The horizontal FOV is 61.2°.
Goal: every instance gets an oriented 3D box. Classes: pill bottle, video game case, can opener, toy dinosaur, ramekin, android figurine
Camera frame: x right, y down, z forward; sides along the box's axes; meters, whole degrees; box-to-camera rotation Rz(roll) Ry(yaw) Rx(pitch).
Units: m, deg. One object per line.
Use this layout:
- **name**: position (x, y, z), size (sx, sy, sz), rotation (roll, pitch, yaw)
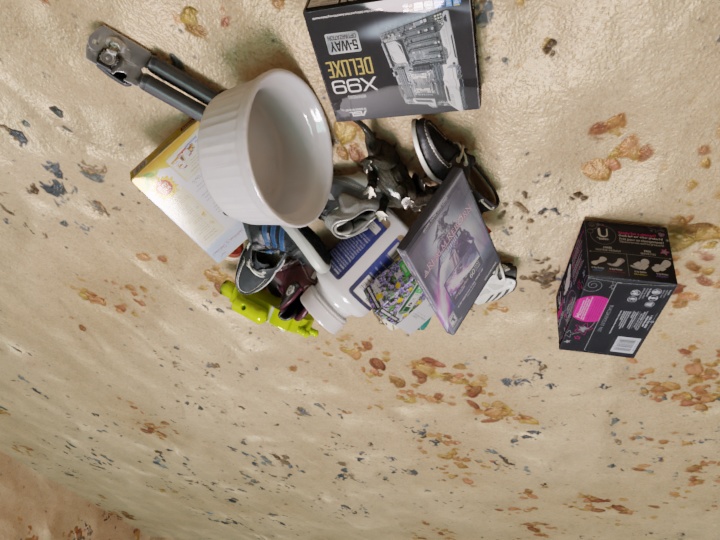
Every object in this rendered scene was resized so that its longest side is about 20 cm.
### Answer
- **pill bottle**: position (0.000, 0.000, 0.965), size (0.200, 0.111, 0.111), rotation (-46, 124, 2)
- **video game case**: position (0.130, -0.021, 0.853), size (0.019, 0.144, 0.201), rotation (21, 156, 40)
- **can opener**: position (-0.288, -0.269, 0.859), size (0.197, 0.054, 0.067), rotation (28, 172, -18)
- **toy dinosaur**: position (0.040, -0.139, 0.880), size (0.199, 0.103, 0.077), rotation (42, 125, -14)
- **ramekin**: position (-0.126, -0.157, 0.822), size (0.096, 0.203, 0.202), rotation (-1, 141, 30)
- **android figurine**: position (-0.169, 0.076, 1.165), size (0.197, 0.042, 0.182), rotation (27, -177, 16)

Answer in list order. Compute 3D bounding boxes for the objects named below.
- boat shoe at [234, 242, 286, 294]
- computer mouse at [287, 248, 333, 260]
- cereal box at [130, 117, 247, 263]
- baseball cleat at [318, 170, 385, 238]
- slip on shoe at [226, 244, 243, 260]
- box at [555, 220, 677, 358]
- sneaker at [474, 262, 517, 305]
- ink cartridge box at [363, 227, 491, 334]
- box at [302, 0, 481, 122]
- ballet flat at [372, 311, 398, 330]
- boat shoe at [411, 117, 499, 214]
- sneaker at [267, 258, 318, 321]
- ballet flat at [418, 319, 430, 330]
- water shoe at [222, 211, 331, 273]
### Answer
- **boat shoe**: position (-0.165, -0.028, 1.045), size (0.075, 0.061, 0.201), rotation (32, 117, -5)
- **computer mouse**: position (-0.029, -0.011, 1.093), size (0.196, 0.053, 0.140), rotation (11, 146, 24)
- **cereal box**: position (-0.239, -0.125, 0.960), size (0.143, 0.040, 0.201), rotation (-39, 127, 2)
- **baseball cleat**: position (-0.057, -0.101, 0.935), size (0.196, 0.108, 0.070), rotation (-5, 143, 27)
- **slip on shoe**: position (-0.250, -0.094, 1.036), size (0.060, 0.075, 0.202), rotation (-9, 132, 21)
- **box**: position (0.396, 0.032, 0.964), size (0.129, 0.117, 0.202), rotation (5, 143, 7)
- **sneaker**: position (0.199, -0.016, 1.013), size (0.113, 0.077, 0.202), rotation (-13, 140, 12)
- **ink cartridge box**: position (0.111, 0.001, 0.908), size (0.199, 0.051, 0.108), rotation (-42, 140, 14)
- **box**: position (0.045, -0.268, 0.747), size (0.195, 0.051, 0.159), rotation (0, 140, 16)
- **ballet flat**: position (0.058, 0.072, 1.083), size (0.069, 0.066, 0.200), rotation (-25, 176, 0)
- **boat shoe**: position (0.135, -0.144, 0.856), size (0.059, 0.075, 0.200), rotation (-14, 137, 30)
- **sneaker**: position (-0.130, 0.041, 1.080), size (0.075, 0.117, 0.199), rotation (36, 148, -20)
- **ballet flat**: position (0.103, 0.029, 1.103), size (0.062, 0.067, 0.202), rotation (30, 144, 25)
- **water shoe**: position (-0.127, -0.054, 0.934), size (0.200, 0.071, 0.079), rotation (45, 103, 13)
